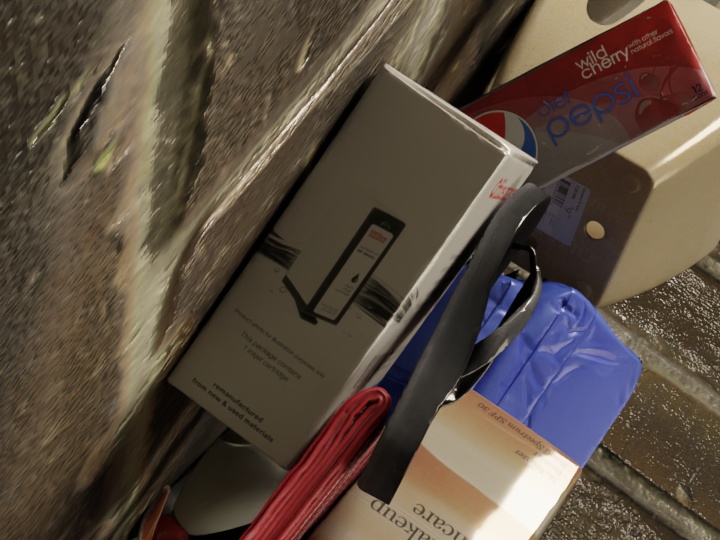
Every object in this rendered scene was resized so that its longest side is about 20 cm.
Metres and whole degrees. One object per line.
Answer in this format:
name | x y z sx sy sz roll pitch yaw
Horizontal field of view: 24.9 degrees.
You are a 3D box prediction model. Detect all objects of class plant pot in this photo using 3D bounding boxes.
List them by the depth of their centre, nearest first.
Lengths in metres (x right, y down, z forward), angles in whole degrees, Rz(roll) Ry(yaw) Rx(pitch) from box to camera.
plant pot | 0.176 -0.092 1.215 0.177 0.200 0.200 -40 157 -43

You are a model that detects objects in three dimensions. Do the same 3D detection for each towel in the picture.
towel | -0.039 0.146 0.892 0.145 0.022 0.200 -49 169 -21

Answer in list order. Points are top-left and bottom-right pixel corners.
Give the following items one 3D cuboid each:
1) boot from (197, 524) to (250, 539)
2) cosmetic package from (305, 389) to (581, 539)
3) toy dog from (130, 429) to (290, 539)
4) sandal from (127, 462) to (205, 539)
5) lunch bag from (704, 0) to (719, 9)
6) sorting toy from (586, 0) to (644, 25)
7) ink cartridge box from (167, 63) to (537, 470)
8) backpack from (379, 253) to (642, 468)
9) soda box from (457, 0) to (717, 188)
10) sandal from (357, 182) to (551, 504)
boot | -0.107 0.233 1.197 0.153 0.074 0.204 -30 -173 13
cosmetic package | 0.027 0.163 0.905 0.200 0.103 0.087 -47 167 -44
toy dog | -0.079 0.153 1.010 0.200 0.132 0.096 -62 -149 0
sandal | -0.111 0.169 1.186 0.075 0.045 0.200 -56 174 16
lunch bag | 0.252 -0.225 1.494 0.164 0.117 0.200 -53 -160 -2
sorting toy | 0.208 -0.218 0.984 0.180 0.107 0.200 -47 179 17
ink cartridge box | 0.001 -0.003 0.885 0.200 0.084 0.146 -55 172 7
backpack | 0.075 0.067 1.186 0.163 0.168 0.200 -49 -155 -16
soda box | 0.119 -0.093 1.027 0.200 0.070 0.063 -27 180 11
sandal | 0.059 0.042 0.869 0.200 0.043 0.076 -61 175 -27
